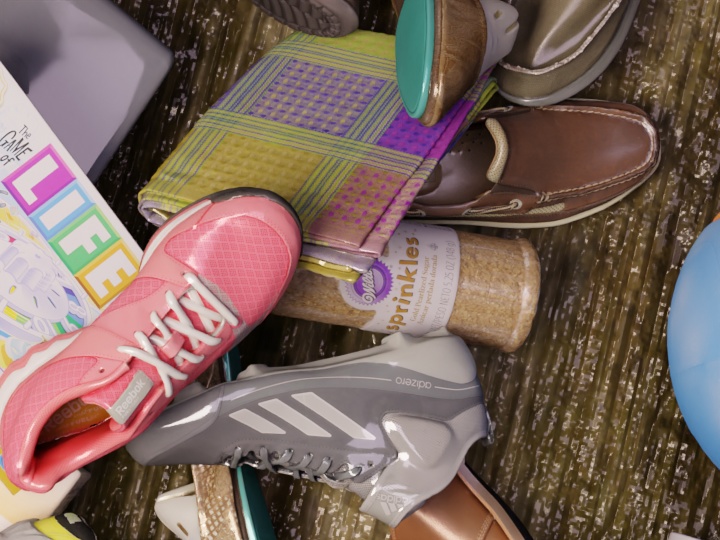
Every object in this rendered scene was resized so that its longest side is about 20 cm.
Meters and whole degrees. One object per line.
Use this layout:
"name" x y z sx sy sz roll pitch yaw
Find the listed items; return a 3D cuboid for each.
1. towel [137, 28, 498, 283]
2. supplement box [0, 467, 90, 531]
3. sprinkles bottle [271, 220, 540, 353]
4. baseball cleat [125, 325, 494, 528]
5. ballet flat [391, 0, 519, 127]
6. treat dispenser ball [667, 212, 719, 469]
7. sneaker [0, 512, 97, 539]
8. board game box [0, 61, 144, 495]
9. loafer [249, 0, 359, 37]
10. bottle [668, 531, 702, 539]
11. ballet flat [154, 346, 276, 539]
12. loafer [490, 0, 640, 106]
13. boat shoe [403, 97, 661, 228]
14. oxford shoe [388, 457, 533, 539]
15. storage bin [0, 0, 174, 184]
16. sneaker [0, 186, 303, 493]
"towel" -0.020 -0.071 1.052 0.143 0.023 0.200 13 42 20
"supplement box" -0.261 0.155 1.067 0.126 0.074 0.201 37 83 0
"sprinkles bottle" 0.000 0.000 1.081 0.198 0.068 0.069 9 84 -15
"baseball cleat" -0.023 0.094 1.027 0.198 0.070 0.107 -15 77 -10
"ballet flat" 0.049 -0.152 1.083 0.072 0.201 0.068 6 128 -18
"treat dispenser ball" 0.268 0.038 1.043 0.199 0.201 0.203 0 84 -3
"sneaker" -0.153 0.223 1.036 0.076 0.075 0.201 -25 121 -18
"board game box" -0.192 -0.002 1.000 0.134 0.034 0.201 -39 110 -9
"loafer" -0.067 -0.215 1.107 0.200 0.073 0.071 41 78 11
"bottle" 0.170 0.252 1.085 0.083 0.065 0.202 17 83 -2
"ballet flat" -0.090 0.109 1.090 0.065 0.071 0.202 -13 77 5
"loafer" 0.135 -0.187 1.116 0.075 0.070 0.201 26 75 32
"boat shoe" 0.081 -0.060 1.107 0.200 0.075 0.075 -11 85 -4
"oxford shoe" 0.058 0.154 1.091 0.071 0.071 0.201 -37 76 -1
"storage bin" -0.200 -0.093 1.072 0.134 0.146 0.201 33 83 -9
"sneaker" -0.102 0.043 0.951 0.200 0.087 0.074 -41 112 11
